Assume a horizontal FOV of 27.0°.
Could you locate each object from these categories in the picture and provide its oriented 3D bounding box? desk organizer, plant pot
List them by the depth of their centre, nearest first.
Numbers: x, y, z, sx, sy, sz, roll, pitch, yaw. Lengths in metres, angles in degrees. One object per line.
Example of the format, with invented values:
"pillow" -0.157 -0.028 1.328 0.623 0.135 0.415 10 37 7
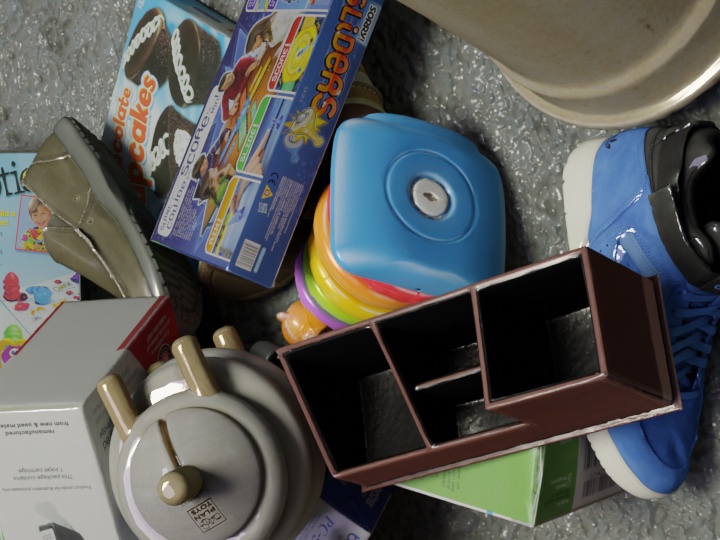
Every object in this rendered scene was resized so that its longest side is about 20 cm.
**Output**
"plant pot" 0.088 -0.187 0.759 0.199 0.182 0.203 -6 80 41
"desk organizer" 0.056 0.055 0.777 0.199 0.077 0.073 -20 65 32

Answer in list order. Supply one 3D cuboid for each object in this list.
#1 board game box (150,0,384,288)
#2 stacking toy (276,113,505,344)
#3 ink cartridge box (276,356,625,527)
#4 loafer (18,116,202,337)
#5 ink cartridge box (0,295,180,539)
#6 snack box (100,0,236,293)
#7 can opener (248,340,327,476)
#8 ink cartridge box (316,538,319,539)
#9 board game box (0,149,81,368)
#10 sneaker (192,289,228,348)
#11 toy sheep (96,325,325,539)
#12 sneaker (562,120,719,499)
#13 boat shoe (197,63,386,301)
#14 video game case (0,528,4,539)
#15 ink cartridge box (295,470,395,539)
"board game box" -0.060 -0.098 0.940 0.135 0.034 0.202 19 87 61
"stacking toy" 0.000 0.000 0.945 0.200 0.115 0.111 134 145 -53
"ink cartridge box" 0.053 0.091 0.894 0.199 0.103 0.060 11 101 39
"loafer" -0.176 -0.019 1.040 0.069 0.075 0.201 -40 56 6
"ink cartridge box" -0.157 0.138 0.947 0.083 0.145 0.202 -3 115 17
"snack box" -0.136 -0.089 1.080 0.116 0.037 0.202 33 116 34
"can opener" -0.054 0.146 1.027 0.066 0.052 0.202 20 110 39
"ink cartridge box" -0.034 0.267 0.880 0.095 0.037 0.202 -119 42 -57
"board game box" -0.270 0.010 1.142 0.103 0.104 0.203 -161 70 -71
"sneaker" -0.103 0.119 1.060 0.104 0.060 0.201 -41 65 41
"toy sheep" -0.083 0.105 0.850 0.136 0.200 0.140 1 93 13
"sneaker" 0.173 0.020 0.799 0.111 0.076 0.203 -11 81 50
"boat shoe" -0.045 -0.059 0.997 0.200 0.071 0.077 -44 42 36
"video game case" -0.193 0.166 1.041 0.022 0.200 0.184 3 110 15
"ink cartridge box" -0.050 0.214 0.962 0.044 0.094 0.201 33 109 3
